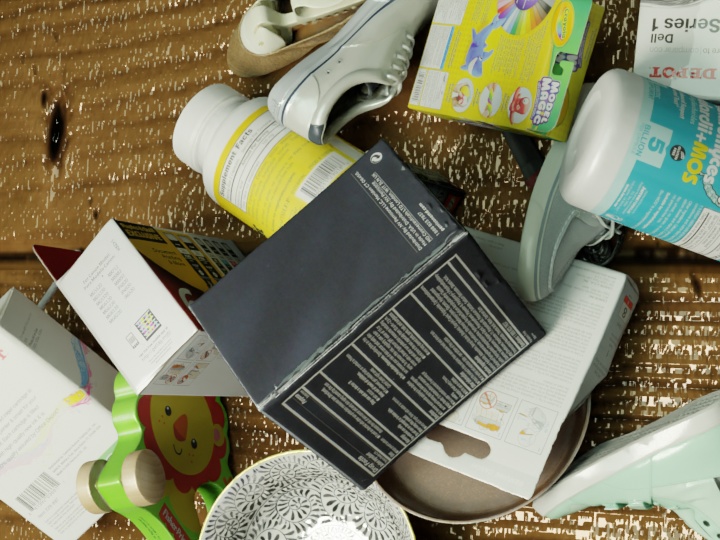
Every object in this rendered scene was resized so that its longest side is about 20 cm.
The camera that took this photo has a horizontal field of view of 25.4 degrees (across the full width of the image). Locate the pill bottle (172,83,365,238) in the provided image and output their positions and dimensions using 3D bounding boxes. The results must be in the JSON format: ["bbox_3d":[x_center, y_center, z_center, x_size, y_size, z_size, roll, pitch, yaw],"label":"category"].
[{"bbox_3d":[-0.070,-0.087,1.425,0.200,0.111,0.112,35,102,26],"label":"pill bottle"}]

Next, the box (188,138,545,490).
[{"bbox_3d":[0.008,0.038,1.235,0.198,0.200,0.123,-41,56,1],"label":"box"}]

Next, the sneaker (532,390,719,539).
[{"bbox_3d":[0.236,0.187,1.270,0.200,0.074,0.118,-30,91,34],"label":"sneaker"}]

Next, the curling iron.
[{"bbox_3d":[0.160,-0.084,1.357,0.049,0.026,0.200,-33,66,-1],"label":"curling iron"}]

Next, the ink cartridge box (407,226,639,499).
[{"bbox_3d":[0.119,0.077,1.314,0.162,0.050,0.201,18,78,31],"label":"ink cartridge box"}]

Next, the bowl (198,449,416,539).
[{"bbox_3d":[-0.034,0.257,1.382,0.200,0.094,0.202,-2,83,16],"label":"bowl"}]

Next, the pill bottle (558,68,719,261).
[{"bbox_3d":[0.261,-0.071,1.222,0.199,0.111,0.111,20,96,-6],"label":"pill bottle"}]

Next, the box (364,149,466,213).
[{"bbox_3d":[0.000,0.000,1.368,0.040,0.137,0.200,36,103,25],"label":"box"}]

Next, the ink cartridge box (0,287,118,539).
[{"bbox_3d":[-0.299,0.137,1.484,0.200,0.088,0.145,40,109,-19],"label":"ink cartridge box"}]

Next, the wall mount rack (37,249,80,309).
[{"bbox_3d":[-0.358,0.054,1.590,0.199,0.074,0.175,12,95,27],"label":"wall mount rack"}]

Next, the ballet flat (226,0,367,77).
[{"bbox_3d":[-0.053,-0.232,1.449,0.199,0.072,0.068,-15,79,26],"label":"ballet flat"}]

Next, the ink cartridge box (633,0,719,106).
[{"bbox_3d":[0.301,-0.223,1.258,0.146,0.084,0.201,5,88,28],"label":"ink cartridge box"}]

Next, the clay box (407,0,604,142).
[{"bbox_3d":[0.125,-0.173,1.318,0.200,0.047,0.115,21,95,55],"label":"clay box"}]

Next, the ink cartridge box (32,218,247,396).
[{"bbox_3d":[-0.166,0.021,1.415,0.084,0.200,0.176,-46,69,15],"label":"ink cartridge box"}]

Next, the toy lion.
[{"bbox_3d":[-0.164,0.175,1.434,0.068,0.192,0.200,-14,120,27],"label":"toy lion"}]

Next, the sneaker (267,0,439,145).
[{"bbox_3d":[0.013,-0.181,1.386,0.200,0.073,0.071,-44,68,-11],"label":"sneaker"}]

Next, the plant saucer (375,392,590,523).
[{"bbox_3d":[0.097,0.123,1.330,0.199,0.032,0.201,-12,55,17],"label":"plant saucer"}]

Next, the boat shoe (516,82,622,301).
[{"bbox_3d":[0.183,-0.062,1.289,0.071,0.070,0.201,15,68,20],"label":"boat shoe"}]
